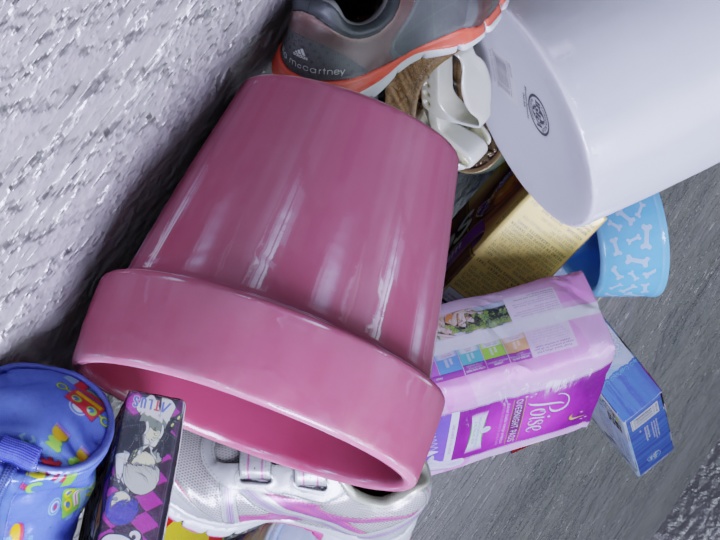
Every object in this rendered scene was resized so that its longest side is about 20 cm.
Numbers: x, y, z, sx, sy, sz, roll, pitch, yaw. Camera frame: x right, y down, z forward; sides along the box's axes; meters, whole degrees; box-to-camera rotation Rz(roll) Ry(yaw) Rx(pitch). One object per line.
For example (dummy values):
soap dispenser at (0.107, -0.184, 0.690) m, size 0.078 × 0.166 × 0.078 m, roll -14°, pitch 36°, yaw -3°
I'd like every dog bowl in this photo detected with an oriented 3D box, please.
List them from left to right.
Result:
dog bowl at (0.164, -0.051, 1.732) m, size 0.049 × 0.200 × 0.112 m, roll -13°, pitch 120°, yaw -13°

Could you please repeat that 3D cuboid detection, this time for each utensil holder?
utensil holder at (0.185, -0.138, 1.444) m, size 0.200 × 0.170 × 0.170 m, roll -27°, pitch 154°, yaw -14°

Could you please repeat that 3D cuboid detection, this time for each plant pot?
plant pot at (-0.035, 0.002, 1.266) m, size 0.200 × 0.199 × 0.180 m, roll 57°, pitch 51°, yaw -71°

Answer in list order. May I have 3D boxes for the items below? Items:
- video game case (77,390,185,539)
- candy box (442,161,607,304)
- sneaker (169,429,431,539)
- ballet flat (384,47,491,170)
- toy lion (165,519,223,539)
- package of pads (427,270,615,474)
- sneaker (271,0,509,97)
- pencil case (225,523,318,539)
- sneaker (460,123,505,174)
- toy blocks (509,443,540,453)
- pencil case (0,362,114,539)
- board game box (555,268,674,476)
video game case at (-0.138, 0.171, 1.281) m, size 0.200 × 0.036 × 0.182 m, roll 131°, pitch -30°, yaw -73°
candy box at (0.091, -0.010, 1.635) m, size 0.200 × 0.056 × 0.117 m, roll -47°, pitch -166°, yaw 26°
sneaker at (-0.042, 0.116, 1.442) m, size 0.088 × 0.199 × 0.082 m, roll -51°, pitch -145°, yaw 47°
ballet flat at (0.049, -0.105, 1.476) m, size 0.068 × 0.072 × 0.200 m, roll -48°, pitch 160°, yaw -26°
toy lion at (-0.154, 0.218, 1.502) m, size 0.200 × 0.068 × 0.192 m, roll -33°, pitch 143°, yaw -54°
package of pads at (0.061, 0.077, 1.550) m, size 0.199 × 0.076 × 0.121 m, roll -15°, pitch 152°, yaw -14°
sneaker at (0.029, -0.165, 1.322) m, size 0.200 × 0.077 × 0.082 m, roll -44°, pitch 151°, yaw -41°
pencil case at (-0.057, 0.208, 1.589) m, size 0.200 × 0.083 × 0.091 m, roll 141°, pitch -49°, yaw -62°
sneaker at (0.117, -0.153, 1.609) m, size 0.201 × 0.067 × 0.090 m, roll -59°, pitch 171°, yaw 1°
toy blocks at (0.106, 0.078, 1.838) m, size 0.100 × 0.136 × 0.200 m, roll -51°, pitch 162°, yaw -21°
pencil case at (-0.186, 0.145, 1.243) m, size 0.087 × 0.078 × 0.200 m, roll -73°, pitch -179°, yaw -55°
board game box at (0.169, 0.056, 1.867) m, size 0.043 × 0.199 × 0.200 m, roll -38°, pitch 161°, yaw -3°
